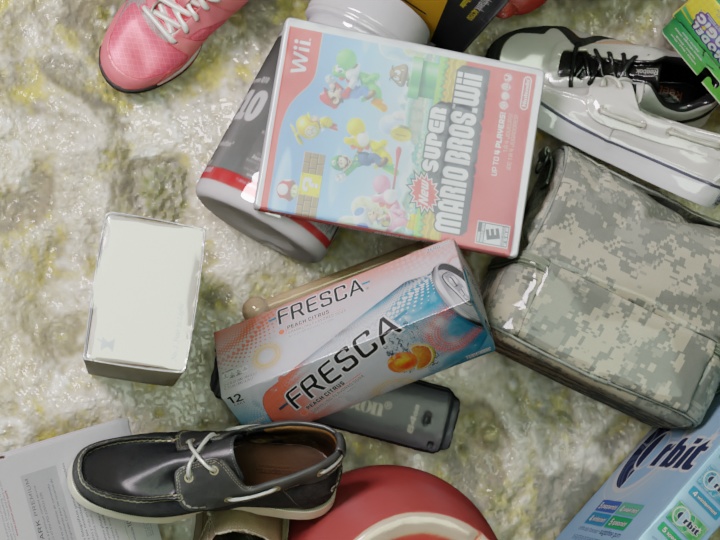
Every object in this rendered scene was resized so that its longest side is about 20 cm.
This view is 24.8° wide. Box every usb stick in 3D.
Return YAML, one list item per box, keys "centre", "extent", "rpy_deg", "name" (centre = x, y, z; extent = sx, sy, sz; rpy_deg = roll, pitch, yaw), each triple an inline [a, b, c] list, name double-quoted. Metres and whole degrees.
- centre: [-0.021, 0.096, 1.284]
  extent: [0.198, 0.033, 0.056]
  rpy_deg: [15, 81, -7]
  name: "usb stick"

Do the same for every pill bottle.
- centre: [-0.034, -0.118, 1.263]
  extent: [0.113, 0.114, 0.201]
  rpy_deg: [29, 80, -5]
  name: "pill bottle"

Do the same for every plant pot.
- centre: [0.030, 0.246, 1.204]
  extent: [0.198, 0.177, 0.203]
  rpy_deg: [1, 85, -9]
  name: "plant pot"

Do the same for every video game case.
- centre: [0.030, -0.097, 1.204]
  extent: [0.198, 0.017, 0.145]
  rpy_deg: [10, 83, -7]
  name: "video game case"

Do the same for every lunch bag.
- centre: [0.201, 0.013, 1.271]
  extent: [0.199, 0.139, 0.169]
  rpy_deg: [25, 85, -5]
  name: "lunch bag"

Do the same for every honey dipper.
- centre: [0.000, 0.000, 1.295]
  extent: [0.198, 0.038, 0.038]
  rpy_deg: [-20, 87, -8]
  name: "honey dipper"

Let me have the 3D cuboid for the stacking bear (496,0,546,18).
- centre: [0.182, -0.271, 1.318]
  extent: [0.199, 0.114, 0.122]
  rpy_deg: [-26, 88, -6]
  name: "stacking bear"

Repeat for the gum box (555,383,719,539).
- centre: [0.250, 0.153, 1.250]
  extent: [0.045, 0.170, 0.200]
  rpy_deg: [43, 80, -3]
  name: "gum box"

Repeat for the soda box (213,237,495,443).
- centre: [-0.006, 0.052, 1.201]
  extent: [0.198, 0.064, 0.069]
  rpy_deg: [-22, 45, 9]
  name: "soda box"

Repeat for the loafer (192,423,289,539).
- centre: [-0.086, 0.198, 1.216]
  extent: [0.076, 0.067, 0.201]
  rpy_deg: [30, 54, -24]
  name: "loafer"

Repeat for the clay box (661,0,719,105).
- centre: [0.333, -0.204, 1.319]
  extent: [0.115, 0.048, 0.200]
  rpy_deg: [49, 51, -2]
  name: "clay box"

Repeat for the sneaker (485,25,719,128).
- centre: [0.200, -0.162, 1.321]
  extent: [0.198, 0.080, 0.075]
  rpy_deg: [8, 85, -6]
  name: "sneaker"

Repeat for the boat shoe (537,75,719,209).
- centre: [0.200, -0.118, 1.269]
  extent: [0.199, 0.072, 0.066]
  rpy_deg: [28, 103, 11]
  name: "boat shoe"

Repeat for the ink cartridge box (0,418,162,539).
- centre: [-0.223, 0.225, 1.166]
  extent: [0.083, 0.175, 0.202]
  rpy_deg: [-19, 86, 34]
  name: "ink cartridge box"

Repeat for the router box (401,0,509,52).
- centre: [0.038, -0.235, 1.241]
  extent: [0.148, 0.200, 0.051]
  rpy_deg: [33, 79, -4]
  name: "router box"

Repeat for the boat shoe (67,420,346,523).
- centre: [-0.108, 0.136, 1.167]
  extent: [0.198, 0.068, 0.072]
  rpy_deg: [2, 54, -15]
  name: "boat shoe"

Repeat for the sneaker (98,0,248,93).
- centre: [-0.128, -0.221, 1.273]
  extent: [0.200, 0.087, 0.074]
  rpy_deg: [-43, 90, -10]
  name: "sneaker"

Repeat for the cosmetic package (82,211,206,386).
- centre: [-0.158, 0.026, 1.185]
  extent: [0.072, 0.200, 0.105]
  rpy_deg: [9, 83, -8]
  name: "cosmetic package"
